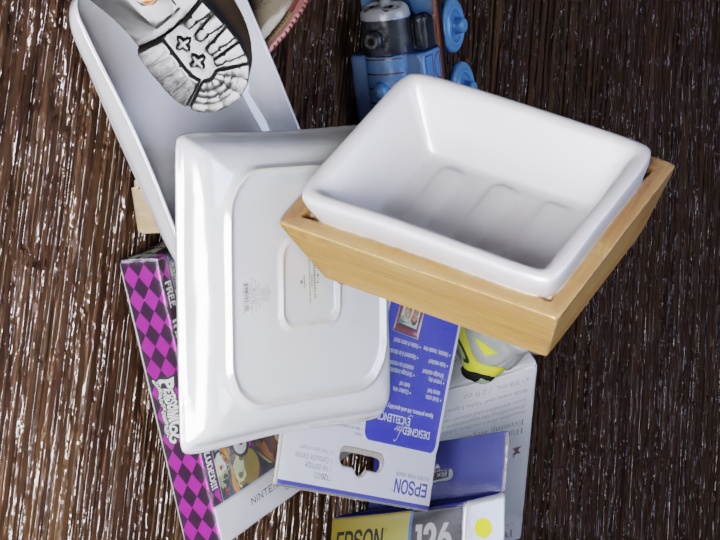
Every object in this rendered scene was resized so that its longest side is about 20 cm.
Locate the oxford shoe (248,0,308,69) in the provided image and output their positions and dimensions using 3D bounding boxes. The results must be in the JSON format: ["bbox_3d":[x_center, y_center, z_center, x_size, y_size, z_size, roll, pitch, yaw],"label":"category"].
[{"bbox_3d":[-0.074,-0.225,1.641,0.075,0.070,0.200,39,50,-30],"label":"oxford shoe"}]

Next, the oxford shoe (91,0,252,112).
[{"bbox_3d":[-0.133,-0.191,1.410,0.200,0.073,0.084,59,16,-15],"label":"oxford shoe"}]

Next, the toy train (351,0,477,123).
[{"bbox_3d":[0.041,-0.141,1.896,0.114,0.087,0.200,-33,120,-59],"label":"toy train"}]

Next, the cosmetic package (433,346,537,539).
[{"bbox_3d":[0.078,0.139,1.860,0.074,0.102,0.200,-121,-157,-46],"label":"cosmetic package"}]

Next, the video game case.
[{"bbox_3d":[-0.081,0.063,1.567,0.181,0.036,0.200,-30,111,-57],"label":"video game case"}]

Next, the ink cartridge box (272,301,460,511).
[{"bbox_3d":[-0.002,0.057,1.607,0.198,0.047,0.200,19,82,-55],"label":"ink cartridge box"}]

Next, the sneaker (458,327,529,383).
[{"bbox_3d":[0.062,0.002,1.789,0.075,0.076,0.200,16,30,-45],"label":"sneaker"}]

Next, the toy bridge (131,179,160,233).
[{"bbox_3d":[-0.103,-0.083,1.581,0.200,0.027,0.067,-39,124,-63],"label":"toy bridge"}]

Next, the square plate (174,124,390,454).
[{"bbox_3d":[-0.041,0.009,1.492,0.198,0.028,0.200,-7,98,-50],"label":"square plate"}]

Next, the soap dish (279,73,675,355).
[{"bbox_3d":[0.075,-0.036,1.465,0.157,0.200,0.081,-50,146,-36],"label":"soap dish"}]

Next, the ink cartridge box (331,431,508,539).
[{"bbox_3d":[0.039,0.226,1.725,0.047,0.198,0.200,7,78,-28],"label":"ink cartridge box"}]

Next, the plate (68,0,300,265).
[{"bbox_3d":[-0.114,-0.116,1.501,0.200,0.032,0.200,68,30,-18],"label":"plate"}]
